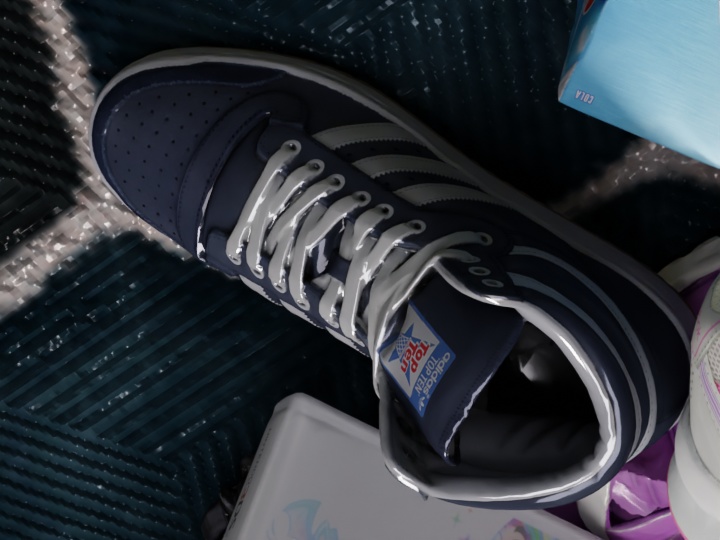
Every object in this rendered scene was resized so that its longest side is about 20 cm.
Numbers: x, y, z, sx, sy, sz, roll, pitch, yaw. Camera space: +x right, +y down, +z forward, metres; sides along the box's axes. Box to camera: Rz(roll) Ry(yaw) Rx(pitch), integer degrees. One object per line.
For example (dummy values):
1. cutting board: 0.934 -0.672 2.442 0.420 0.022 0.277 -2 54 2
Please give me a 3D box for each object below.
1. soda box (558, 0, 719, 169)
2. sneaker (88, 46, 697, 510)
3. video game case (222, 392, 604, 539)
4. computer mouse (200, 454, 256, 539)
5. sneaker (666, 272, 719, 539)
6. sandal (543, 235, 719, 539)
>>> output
1. soda box: 0.160 -0.049 0.749 0.200 0.064 0.068 22 124 -4
2. sneaker: 0.000 0.000 0.768 0.200 0.108 0.070 27 110 8
3. video game case: 0.033 0.159 0.807 0.200 0.182 0.024 27 159 -14
4. computer mouse: 0.039 0.122 0.877 0.200 0.044 0.110 23 154 -5
5. sneaker: 0.174 0.036 0.716 0.200 0.081 0.088 -1 134 17
6. sandal: 0.098 0.044 0.830 0.082 0.050 0.203 34 124 -9
